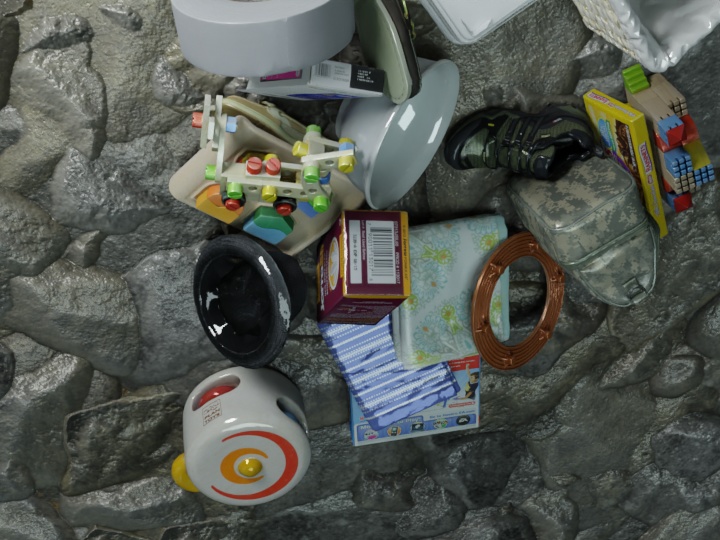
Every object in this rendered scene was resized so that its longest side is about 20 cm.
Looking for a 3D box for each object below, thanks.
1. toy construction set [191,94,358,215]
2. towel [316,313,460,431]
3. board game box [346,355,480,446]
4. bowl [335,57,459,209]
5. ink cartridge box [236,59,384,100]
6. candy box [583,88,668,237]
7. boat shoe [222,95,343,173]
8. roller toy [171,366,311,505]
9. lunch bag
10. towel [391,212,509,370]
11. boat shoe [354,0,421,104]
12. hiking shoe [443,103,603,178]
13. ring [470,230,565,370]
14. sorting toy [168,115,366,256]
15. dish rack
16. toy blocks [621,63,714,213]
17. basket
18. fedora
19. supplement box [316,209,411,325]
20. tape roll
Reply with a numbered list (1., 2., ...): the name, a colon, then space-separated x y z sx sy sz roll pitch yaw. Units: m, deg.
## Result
1. toy construction set: -0.106 -0.126 1.366 0.199 0.092 0.131 18 149 -1
2. towel: 0.043 0.125 1.670 0.144 0.024 0.201 -25 114 4
3. board game box: 0.077 0.160 1.751 0.199 0.056 0.197 -7 127 -6
4. bowl: 0.032 -0.183 1.441 0.090 0.201 0.202 30 124 18
5. ink cartridge box: -0.062 -0.221 1.370 0.094 0.200 0.037 4 92 -30
6. candy box: 0.352 -0.139 1.560 0.026 0.102 0.201 -31 128 -11
7. boat shoe: -0.094 -0.167 1.483 0.200 0.063 0.073 27 141 -20
8. roller toy: -0.168 0.245 1.710 0.199 0.140 0.183 6 124 -15
9. lunch bag: 0.300 -0.057 1.548 0.139 0.200 0.168 -29 120 -2
10. towel: 0.124 0.029 1.619 0.170 0.048 0.201 -11 107 -23
11. boat shoe: 0.030 -0.285 1.339 0.060 0.202 0.072 -14 166 -32
12. hiking shoe: 0.209 -0.161 1.515 0.199 0.101 0.076 -13 127 -2
13. ring: 0.227 0.045 1.648 0.200 0.019 0.201 -16 114 -41
14. sorting toy: -0.120 -0.097 1.494 0.200 0.037 0.185 29 139 -26
15. dish rack: 0.158 -0.368 1.390 0.200 0.044 0.172 -34 125 12
16. toy blocks: 0.408 -0.157 1.532 0.100 0.137 0.200 -23 128 0
17. basket: 0.328 -0.371 1.322 0.200 0.161 0.198 -40 125 -2
18. fedora: -0.136 0.034 1.573 0.091 0.200 0.201 -19 137 -41
19. supplement box: 0.000 0.000 1.521 0.085 0.111 0.200 2 167 -12
20. tape roll: -0.106 -0.289 1.294 0.199 0.201 0.066 -10 128 -4
